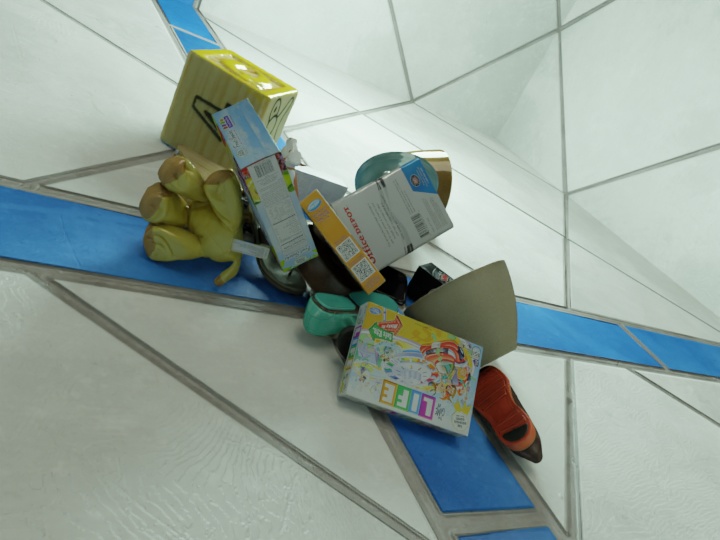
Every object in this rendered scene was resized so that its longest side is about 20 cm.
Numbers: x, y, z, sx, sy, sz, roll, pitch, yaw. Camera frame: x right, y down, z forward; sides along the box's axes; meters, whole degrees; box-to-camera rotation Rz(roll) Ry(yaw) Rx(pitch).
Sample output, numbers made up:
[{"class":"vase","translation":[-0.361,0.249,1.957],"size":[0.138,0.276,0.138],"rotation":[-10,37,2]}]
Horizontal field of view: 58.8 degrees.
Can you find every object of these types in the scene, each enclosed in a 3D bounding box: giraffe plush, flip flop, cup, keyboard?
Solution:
[{"class":"giraffe plush","translation":[-0.233,-0.090,1.002],"size":[0.198,0.174,0.163],"rotation":[31,14,-17]},{"class":"flip flop","translation":[-0.138,-0.052,1.085],"size":[0.080,0.057,0.203],"rotation":[7,57,-47]},{"class":"cup","translation":[0.192,0.092,1.103],"size":[0.199,0.199,0.145],"rotation":[-8,69,-55]},{"class":"keyboard","translation":[0.000,0.000,1.244],"size":[0.198,0.040,0.105],"rotation":[25,47,-13]}]

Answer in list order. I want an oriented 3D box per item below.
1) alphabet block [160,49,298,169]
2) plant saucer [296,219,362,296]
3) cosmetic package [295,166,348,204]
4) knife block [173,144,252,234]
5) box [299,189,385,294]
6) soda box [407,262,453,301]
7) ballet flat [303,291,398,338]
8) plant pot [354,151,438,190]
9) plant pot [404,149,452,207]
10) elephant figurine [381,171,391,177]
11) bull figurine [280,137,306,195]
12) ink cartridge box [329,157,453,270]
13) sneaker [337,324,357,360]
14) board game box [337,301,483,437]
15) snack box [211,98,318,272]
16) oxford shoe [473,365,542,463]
[{"class":"alphabet block","translation":[-0.276,-0.333,1.363],"size":[0.195,0.202,0.196],"rotation":[29,23,2]},{"class":"plant saucer","translation":[-0.053,-0.013,1.089],"size":[0.201,0.036,0.201],"rotation":[48,18,-20]},{"class":"cosmetic package","translation":[-0.133,-0.184,1.382],"size":[0.198,0.083,0.051],"rotation":[17,23,-29]},{"class":"knife block","translation":[-0.248,-0.145,1.192],"size":[0.174,0.064,0.200],"rotation":[8,31,-42]},{"class":"box","translation":[-0.039,-0.056,1.025],"size":[0.201,0.041,0.119],"rotation":[55,-2,-6]},{"class":"soda box","translation":[0.186,0.070,1.252],"size":[0.199,0.071,0.063],"rotation":[39,24,20]},{"class":"ballet flat","translation":[-0.020,0.073,1.009],"size":[0.199,0.071,0.067],"rotation":[4,35,-51]},{"class":"plant pot","translation":[0.080,-0.152,1.459],"size":[0.198,0.200,0.136],"rotation":[20,51,-20]},{"class":"plant pot","translation":[0.112,-0.234,1.675],"size":[0.197,0.189,0.187],"rotation":[4,31,-20]},{"class":"elephant figurine","translation":[0.020,-0.097,1.327],"size":[0.142,0.199,0.156],"rotation":[47,22,-22]},{"class":"bull figurine","translation":[-0.154,-0.172,1.216],"size":[0.064,0.202,0.121],"rotation":[-23,49,-27]},{"class":"ink cartridge box","translation":[0.051,-0.095,1.189],"size":[0.148,0.198,0.086],"rotation":[61,-17,-2]},{"class":"sneaker","translation":[0.043,0.115,1.005],"size":[0.199,0.068,0.108],"rotation":[23,23,-23]},{"class":"board game box","translation":[0.076,0.144,0.919],"size":[0.198,0.034,0.136],"rotation":[22,68,-17]},{"class":"snack box","translation":[-0.142,-0.126,0.960],"size":[0.067,0.201,0.169],"rotation":[-26,45,-7]},{"class":"oxford shoe","translation":[0.229,0.228,1.017],"size":[0.073,0.071,0.201],"rotation":[51,10,-26]}]
